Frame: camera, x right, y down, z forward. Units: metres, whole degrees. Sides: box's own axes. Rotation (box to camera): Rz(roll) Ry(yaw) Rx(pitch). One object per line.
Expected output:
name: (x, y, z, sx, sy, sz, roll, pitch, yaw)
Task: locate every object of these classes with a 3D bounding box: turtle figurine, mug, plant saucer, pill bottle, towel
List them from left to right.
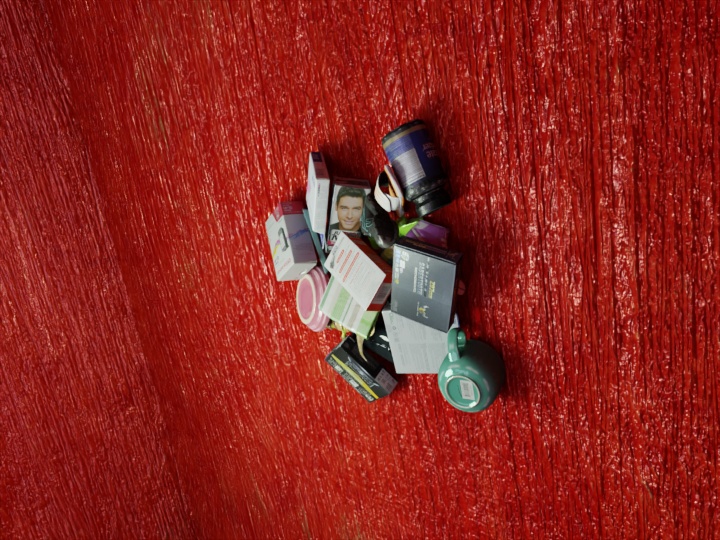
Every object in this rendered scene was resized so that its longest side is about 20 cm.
plant saucer: (-0.150, 0.088, 1.622, 0.199, 0.050, 0.206, -3, 87, 61)
plant saucer: (-0.128, -0.091, 1.573, 0.019, 0.070, 0.204, -18, 95, 6)
turtle figurine: (-0.071, 0.152, 1.612, 0.160, 0.064, 0.204, 18, 129, 49)
towel: (-0.019, 0.079, 1.405, 0.198, 0.030, 0.152, 27, 95, 39)
pill bottle: (0.134, -0.232, 1.201, 0.111, 0.111, 0.203, -23, 91, 48)
mug: (0.251, 0.252, 1.259, 0.184, 0.114, 0.153, 39, 126, 9)

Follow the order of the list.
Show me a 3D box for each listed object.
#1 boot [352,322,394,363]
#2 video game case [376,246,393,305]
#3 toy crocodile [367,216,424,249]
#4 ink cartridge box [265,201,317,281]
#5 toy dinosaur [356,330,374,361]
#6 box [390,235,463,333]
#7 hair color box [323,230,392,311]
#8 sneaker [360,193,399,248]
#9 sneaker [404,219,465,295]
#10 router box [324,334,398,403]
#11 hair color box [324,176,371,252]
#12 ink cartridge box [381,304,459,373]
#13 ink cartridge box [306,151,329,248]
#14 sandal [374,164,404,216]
boot: (0.053, 0.150, 1.477, 0.166, 0.076, 0.205, 14, 113, 37)
video game case: (0.108, 0.036, 1.369, 0.200, 0.025, 0.181, 46, 138, 2)
toy crocodile: (0.094, -0.095, 1.344, 0.198, 0.062, 0.068, -22, 109, 45)
ink cartridge box: (-0.215, -0.089, 1.592, 0.147, 0.084, 0.204, -39, 60, 53)
toy dinosaur: (-0.004, 0.155, 1.436, 0.100, 0.058, 0.204, 27, 116, 28)
box: (0.151, 0.033, 1.216, 0.155, 0.051, 0.203, 19, 129, 24)
hair color box: (0.000, 0.000, 1.345, 0.200, 0.063, 0.112, 45, 115, 35)
sneaker: (0.043, -0.109, 1.298, 0.080, 0.074, 0.202, -60, 25, 32)
sneaker: (0.199, -0.038, 1.250, 0.200, 0.073, 0.115, 41, 95, -7)
router box: (-0.001, 0.296, 1.548, 0.200, 0.052, 0.157, 44, 148, -1)
hair color box: (-0.037, -0.146, 1.415, 0.061, 0.097, 0.203, -103, 20, -57)
ink cartridge box: (0.170, 0.177, 1.352, 0.196, 0.043, 0.200, -4, 115, 20)
ink cartridge box: (-0.122, -0.197, 1.442, 0.198, 0.042, 0.204, -109, 24, -57)
sandal: (0.068, -0.173, 1.250, 0.207, 0.058, 0.080, 66, -179, -69)
